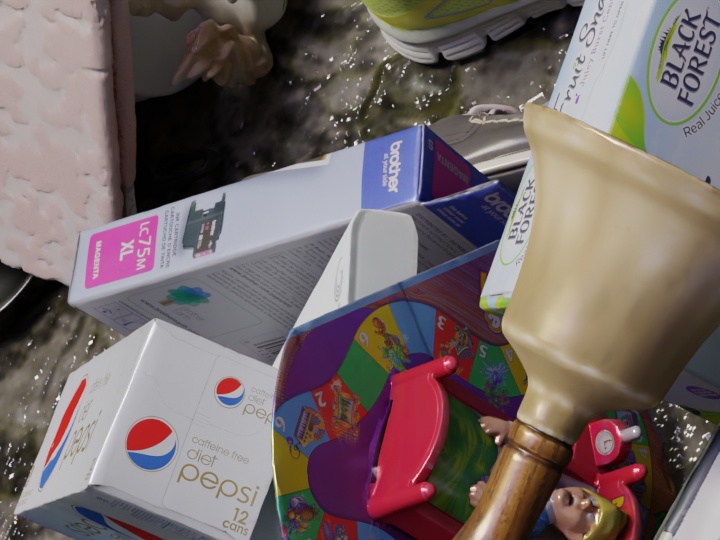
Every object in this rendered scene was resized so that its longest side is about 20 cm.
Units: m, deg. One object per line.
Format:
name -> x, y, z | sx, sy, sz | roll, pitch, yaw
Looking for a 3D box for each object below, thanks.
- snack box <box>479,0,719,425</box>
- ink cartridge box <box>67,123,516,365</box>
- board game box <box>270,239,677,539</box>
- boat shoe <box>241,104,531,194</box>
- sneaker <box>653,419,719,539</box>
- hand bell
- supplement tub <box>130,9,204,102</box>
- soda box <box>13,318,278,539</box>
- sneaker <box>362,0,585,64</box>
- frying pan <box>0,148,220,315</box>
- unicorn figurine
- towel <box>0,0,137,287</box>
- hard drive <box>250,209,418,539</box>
snack box -> 0.140, -0.053, 0.912 | 0.053, 0.142, 0.201 | -6, 62, 63
ink cartridge box -> 0.000, 0.000, 1.012 | 0.199, 0.119, 0.042 | -14, 58, 33
board game box -> 0.056, 0.071, 0.872 | 0.039, 0.200, 0.159 | -23, 89, 42
boat shoe -> 0.022, -0.038, 1.051 | 0.199, 0.067, 0.057 | -20, 61, 33
sneaker -> 0.194, 0.052, 0.835 | 0.146, 0.077, 0.203 | 27, 84, 9
hand bell -> 0.052, 0.060, 0.804 | 0.104, 0.104, 0.201 | 29, 93, 43
supplement tub -> -0.171, -0.138, 1.208 | 0.199, 0.132, 0.133 | 0, 68, 37
soda box -> -0.082, 0.071, 1.008 | 0.068, 0.063, 0.200 | -69, 12, -13
sneaker -> 0.074, -0.152, 1.053 | 0.199, 0.090, 0.078 | -26, 52, 23
frying pan -> -0.158, -0.037, 1.213 | 0.190, 0.031, 0.115 | -31, 56, 8
unicorn figurine -> -0.051, -0.178, 1.154 | 0.074, 0.137, 0.201 | 17, 93, 32
towel -> -0.180, -0.094, 1.131 | 0.199, 0.192, 0.032 | 20, 41, 25
hard drive -> -0.018, 0.080, 0.963 | 0.200, 0.027, 0.132 | 121, 155, -61
